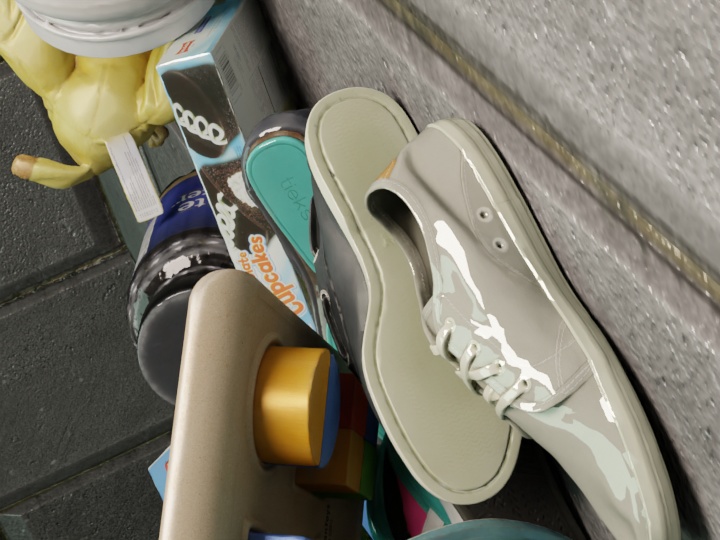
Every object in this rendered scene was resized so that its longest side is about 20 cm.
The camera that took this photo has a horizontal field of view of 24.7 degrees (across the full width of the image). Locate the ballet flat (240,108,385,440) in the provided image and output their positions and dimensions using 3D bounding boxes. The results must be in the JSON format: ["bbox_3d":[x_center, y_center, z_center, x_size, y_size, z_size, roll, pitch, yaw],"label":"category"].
[{"bbox_3d":[0.000,0.000,0.884,0.201,0.073,0.073,63,171,-19],"label":"ballet flat"}]

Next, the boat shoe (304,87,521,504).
[{"bbox_3d":[0.018,0.017,0.765,0.066,0.074,0.200,115,133,-68],"label":"boat shoe"}]

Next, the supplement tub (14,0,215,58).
[{"bbox_3d":[-0.147,-0.225,0.868,0.145,0.144,0.200,58,167,33],"label":"supplement tub"}]

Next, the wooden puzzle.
[{"bbox_3d":[-0.029,0.112,0.756,0.200,0.046,0.186,41,-127,-66],"label":"wooden puzzle"}]

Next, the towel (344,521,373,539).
[{"bbox_3d":[0.027,0.234,0.888,0.201,0.023,0.144,61,161,18],"label":"towel"}]

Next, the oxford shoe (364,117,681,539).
[{"bbox_3d":[0.061,0.032,0.651,0.201,0.058,0.075,60,166,18],"label":"oxford shoe"}]

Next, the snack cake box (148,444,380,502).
[{"bbox_3d":[-0.038,0.173,1.142,0.200,0.067,0.115,19,-147,-49],"label":"snack cake box"}]

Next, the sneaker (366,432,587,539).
[{"bbox_3d":[0.060,0.147,0.828,0.121,0.083,0.201,130,123,-73],"label":"sneaker"}]

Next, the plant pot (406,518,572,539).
[{"bbox_3d":[0.085,0.222,0.641,0.196,0.199,0.201,20,134,63],"label":"plant pot"}]

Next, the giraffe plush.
[{"bbox_3d":[-0.161,-0.142,1.116,0.162,0.171,0.201,-108,13,-80],"label":"giraffe plush"}]

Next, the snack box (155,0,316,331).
[{"bbox_3d":[-0.057,-0.053,0.969,0.116,0.037,0.201,-73,-34,-62],"label":"snack box"}]

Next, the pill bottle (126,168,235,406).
[{"bbox_3d":[-0.095,0.011,1.082,0.200,0.111,0.112,-94,-15,-67],"label":"pill bottle"}]

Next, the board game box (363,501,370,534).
[{"bbox_3d":[0.045,0.159,1.003,0.199,0.039,0.158,25,156,38],"label":"board game box"}]
